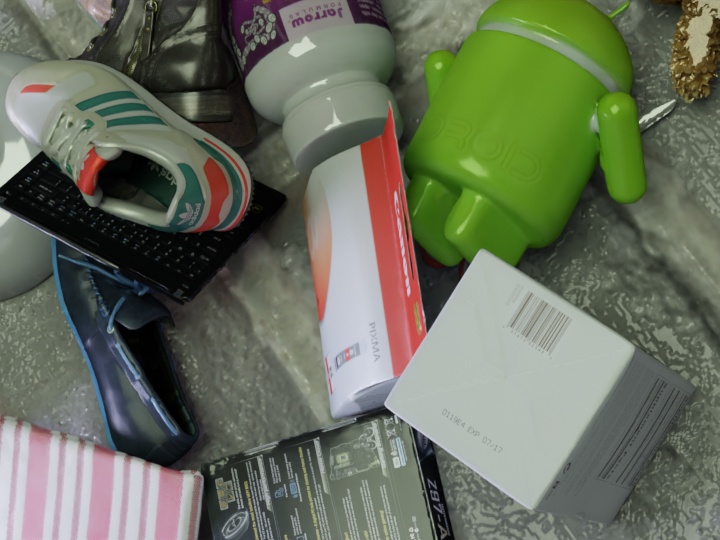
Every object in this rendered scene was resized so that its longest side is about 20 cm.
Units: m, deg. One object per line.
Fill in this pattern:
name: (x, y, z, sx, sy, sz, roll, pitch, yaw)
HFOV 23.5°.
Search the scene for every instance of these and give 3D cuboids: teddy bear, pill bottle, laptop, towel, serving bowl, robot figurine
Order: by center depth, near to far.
robot figurine: (0.104, -0.096, 1.138, 0.175, 0.116, 0.201, 18, 75, 43)
teddy bear: (0.262, -0.174, 1.140, 0.199, 0.067, 0.146, 14, 94, 17)
laptop: (-0.175, -0.062, 1.197, 0.176, 0.104, 0.200, 27, 50, 18)
pill bottle: (-0.040, -0.174, 1.223, 0.112, 0.112, 0.201, -26, 71, 14)
towel: (-0.203, 0.188, 1.236, 0.199, 0.030, 0.148, 13, 104, 21)
serving bowl: (-0.300, -0.079, 1.330, 0.199, 0.066, 0.202, -4, 78, 19)

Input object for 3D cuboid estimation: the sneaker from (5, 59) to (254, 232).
sneaker: (-0.169, -0.084, 1.145, 0.199, 0.093, 0.071, 30, 110, 20)

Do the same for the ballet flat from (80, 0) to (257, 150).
ballet flat: (-0.141, -0.171, 1.278, 0.200, 0.068, 0.067, 45, 133, 22)

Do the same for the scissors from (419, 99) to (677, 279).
scissors: (0.124, -0.065, 1.190, 0.200, 0.014, 0.073, -46, 65, 8)

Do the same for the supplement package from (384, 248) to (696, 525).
supplement package: (0.116, 0.077, 1.063, 0.113, 0.200, 0.110, 34, 93, 22)

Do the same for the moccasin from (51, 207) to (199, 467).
moccasin: (-0.159, 0.043, 1.248, 0.068, 0.080, 0.201, -26, 82, 31)

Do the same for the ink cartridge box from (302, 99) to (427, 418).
ink cartridge box: (0.000, 0.000, 1.128, 0.050, 0.200, 0.164, -7, 75, -6)

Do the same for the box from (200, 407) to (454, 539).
box: (-0.013, 0.208, 1.171, 0.159, 0.043, 0.201, -19, 73, 17)

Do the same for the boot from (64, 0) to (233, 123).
boot: (-0.158, -0.191, 1.218, 0.199, 0.069, 0.176, 3, 96, 28)
